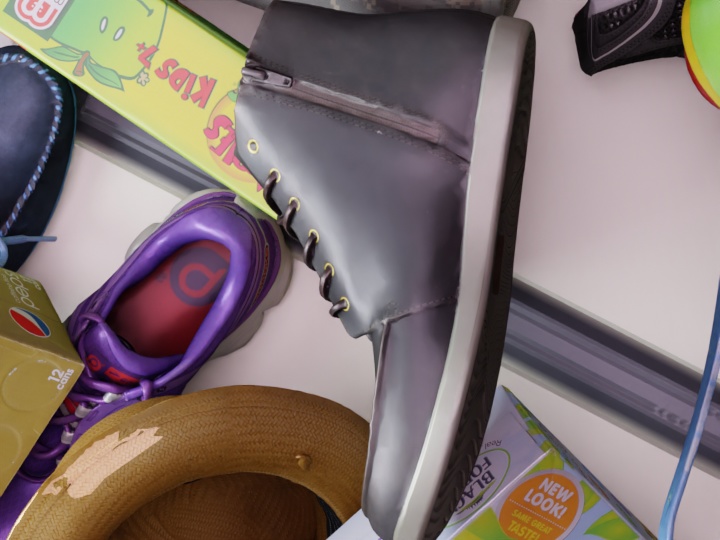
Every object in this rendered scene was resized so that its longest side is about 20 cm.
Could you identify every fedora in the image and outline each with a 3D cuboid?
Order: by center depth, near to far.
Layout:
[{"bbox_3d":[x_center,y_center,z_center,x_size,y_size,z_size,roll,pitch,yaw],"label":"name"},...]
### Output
[{"bbox_3d":[-0.070,0.115,1.151,0.200,0.082,0.201,-13,126,-18],"label":"fedora"}]

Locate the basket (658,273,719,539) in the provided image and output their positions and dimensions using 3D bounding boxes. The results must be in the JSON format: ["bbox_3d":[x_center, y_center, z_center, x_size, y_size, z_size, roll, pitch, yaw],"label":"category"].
[{"bbox_3d":[0.225,0.053,1.107,0.200,0.139,0.177,12,86,-2],"label":"basket"}]

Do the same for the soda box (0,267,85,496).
[{"bbox_3d":[-0.195,0.088,1.163,0.068,0.064,0.200,22,110,-35],"label":"soda box"}]

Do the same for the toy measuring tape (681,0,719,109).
[{"bbox_3d":[0.129,-0.112,1.070,0.074,0.074,0.200,-45,107,5],"label":"toy measuring tape"}]

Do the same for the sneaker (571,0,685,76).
[{"bbox_3d":[0.185,-0.099,1.144,0.200,0.080,0.087,-13,90,8],"label":"sneaker"}]

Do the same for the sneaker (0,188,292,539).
[{"bbox_3d":[-0.111,0.046,1.177,0.081,0.083,0.200,37,95,6],"label":"sneaker"}]

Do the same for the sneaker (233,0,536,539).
[{"bbox_3d":[0.000,0.000,1.073,0.106,0.075,0.200,8,83,11],"label":"sneaker"}]

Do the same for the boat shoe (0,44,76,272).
[{"bbox_3d":[-0.181,-0.002,1.192,0.084,0.069,0.200,29,93,6],"label":"boat shoe"}]

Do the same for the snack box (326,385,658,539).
[{"bbox_3d":[0.028,0.159,1.138,0.200,0.053,0.142,-42,128,4],"label":"snack box"}]

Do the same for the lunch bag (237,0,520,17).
[{"bbox_3d":[0.011,-0.198,1.142,0.164,0.118,0.200,20,64,7],"label":"lunch bag"}]

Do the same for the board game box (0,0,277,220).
[{"bbox_3d":[-0.047,-0.061,1.160,0.200,0.102,0.048,34,93,6],"label":"board game box"}]
